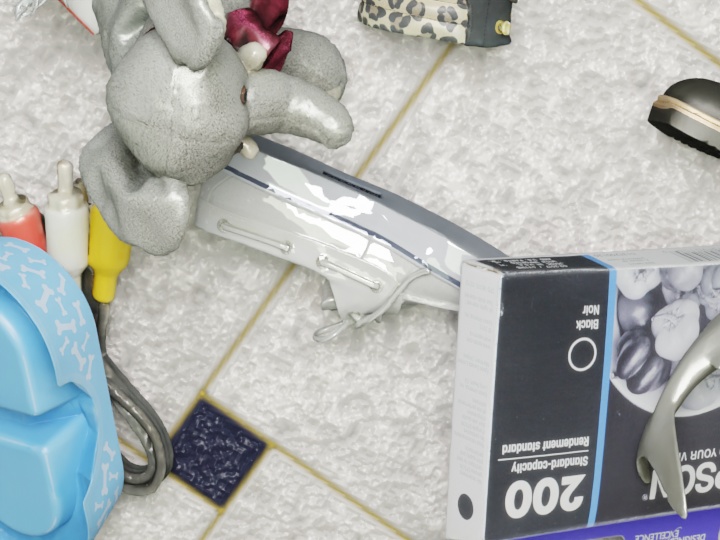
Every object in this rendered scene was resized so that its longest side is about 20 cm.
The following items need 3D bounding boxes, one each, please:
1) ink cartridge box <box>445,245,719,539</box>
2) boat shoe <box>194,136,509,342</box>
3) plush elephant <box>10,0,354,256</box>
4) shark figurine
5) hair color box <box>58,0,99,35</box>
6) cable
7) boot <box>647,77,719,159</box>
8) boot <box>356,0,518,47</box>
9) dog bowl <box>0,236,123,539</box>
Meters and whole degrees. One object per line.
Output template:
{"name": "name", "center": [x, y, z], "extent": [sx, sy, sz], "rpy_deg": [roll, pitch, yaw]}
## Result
{"name": "ink cartridge box", "center": [0.141, 0.090, 0.948], "extent": [0.196, 0.043, 0.203], "rpy_deg": [-4, 105, -27]}
{"name": "boat shoe", "center": [-0.001, 0.001, 0.953], "extent": [0.200, 0.075, 0.087], "rpy_deg": [24, 102, -3]}
{"name": "plush elephant", "center": [-0.071, -0.103, 0.836], "extent": [0.198, 0.156, 0.166], "rpy_deg": [-2, 136, -22]}
{"name": "shark figurine", "center": [0.232, 0.041, 0.912], "extent": [0.213, 0.089, 0.130], "rpy_deg": [-17, 110, -28]}
{"name": "hair color box", "center": [-0.173, -0.232, 0.907], "extent": [0.101, 0.061, 0.200], "rpy_deg": [-43, 99, 9]}
{"name": "cable", "center": [-0.162, 0.036, 0.968], "extent": [0.096, 0.050, 0.203], "rpy_deg": [-4, 104, 9]}
{"name": "boot", "center": [0.264, -0.110, 0.931], "extent": [0.198, 0.077, 0.140], "rpy_deg": [14, 99, -16]}
{"name": "boot", "center": [0.095, -0.196, 0.909], "extent": [0.201, 0.074, 0.156], "rpy_deg": [7, 106, 3]}
{"name": "dog bowl", "center": [-0.187, 0.072, 0.951], "extent": [0.110, 0.050, 0.202], "rpy_deg": [11, 124, 29]}
